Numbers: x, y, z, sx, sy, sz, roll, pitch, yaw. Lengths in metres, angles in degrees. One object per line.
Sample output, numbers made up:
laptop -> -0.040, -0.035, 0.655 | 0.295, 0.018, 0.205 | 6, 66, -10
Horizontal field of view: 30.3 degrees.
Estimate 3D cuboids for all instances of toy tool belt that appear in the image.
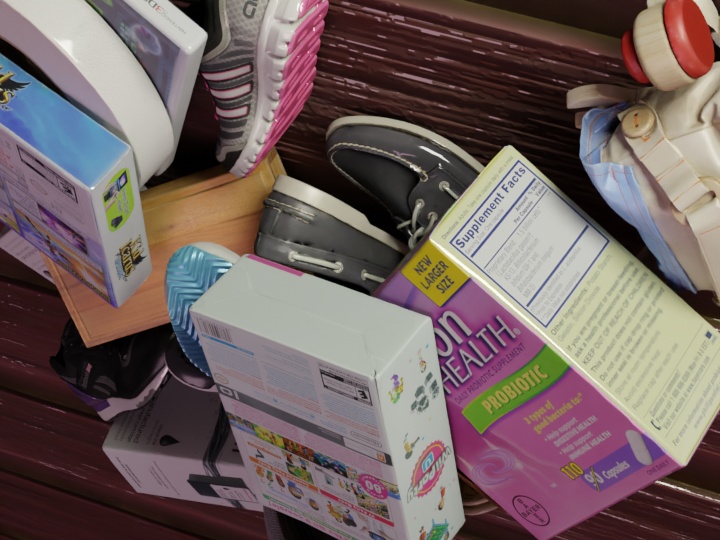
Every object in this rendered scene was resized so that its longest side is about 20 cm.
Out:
toy tool belt -> 0.176, -0.062, 0.784 | 0.122, 0.125, 0.200 | -17, 130, 34

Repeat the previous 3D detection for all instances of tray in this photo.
tray -> -0.140, -0.015, 1.021 | 0.199, 0.037, 0.099 | -17, 109, 16

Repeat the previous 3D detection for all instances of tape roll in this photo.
tape roll -> -0.213, -0.134, 0.894 | 0.202, 0.037, 0.203 | 33, 157, 16

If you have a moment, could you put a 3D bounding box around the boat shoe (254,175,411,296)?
boat shoe -> 0.000, 0.000, 0.983 | 0.200, 0.063, 0.072 | 32, 172, -39

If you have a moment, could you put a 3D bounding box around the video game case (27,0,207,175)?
video game case -> -0.187, -0.161, 0.878 | 0.182, 0.023, 0.200 | 40, 157, 1

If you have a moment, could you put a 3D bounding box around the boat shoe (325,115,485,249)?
boat shoe -> 0.059, -0.041, 0.935 | 0.199, 0.063, 0.073 | 28, 149, -6

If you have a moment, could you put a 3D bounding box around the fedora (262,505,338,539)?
fedora -> 0.012, 0.195, 1.059 | 0.200, 0.090, 0.177 | 52, 121, 28

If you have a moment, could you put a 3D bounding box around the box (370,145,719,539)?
box -> 0.106, 0.054, 0.851 | 0.200, 0.097, 0.176 | 42, 146, 1

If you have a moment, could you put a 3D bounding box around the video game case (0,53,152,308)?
video game case -> -0.238, -0.080, 0.924 | 0.200, 0.045, 0.182 | 36, 156, 12

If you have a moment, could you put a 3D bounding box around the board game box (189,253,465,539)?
board game box -> -0.017, 0.098, 0.882 | 0.147, 0.064, 0.201 | 20, 140, 31

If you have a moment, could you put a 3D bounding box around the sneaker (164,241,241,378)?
sneaker -> -0.077, 0.040, 0.963 | 0.076, 0.081, 0.200 | -34, 133, 9

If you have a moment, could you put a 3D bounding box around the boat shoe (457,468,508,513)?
boat shoe -> 0.069, 0.109, 0.990 | 0.200, 0.067, 0.072 | 36, 130, 30

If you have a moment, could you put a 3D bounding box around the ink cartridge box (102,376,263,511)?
ink cartridge box -> -0.111, 0.134, 1.211 | 0.199, 0.147, 0.083 | 3, 143, 25

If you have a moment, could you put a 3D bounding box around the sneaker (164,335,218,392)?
sneaker -> -0.093, 0.076, 1.082 | 0.072, 0.200, 0.083 | 46, 118, 17

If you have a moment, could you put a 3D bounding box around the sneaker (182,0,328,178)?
sneaker -> -0.080, -0.139, 0.876 | 0.087, 0.074, 0.200 | 31, 151, 5

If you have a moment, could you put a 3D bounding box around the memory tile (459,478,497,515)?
memory tile -> 0.074, 0.170, 1.157 | 0.199, 0.153, 0.017 | -15, 105, 41

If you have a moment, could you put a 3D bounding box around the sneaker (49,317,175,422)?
sneaker -> -0.211, 0.071, 1.128 | 0.087, 0.076, 0.200 | 38, 146, -14

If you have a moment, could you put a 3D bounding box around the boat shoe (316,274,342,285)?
boat shoe -> -0.070, -0.008, 1.063 | 0.201, 0.063, 0.074 | 29, 149, -6

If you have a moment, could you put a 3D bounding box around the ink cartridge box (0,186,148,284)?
ink cartridge box -> -0.192, -0.008, 1.129 | 0.200, 0.067, 0.116 | 37, 144, -21
